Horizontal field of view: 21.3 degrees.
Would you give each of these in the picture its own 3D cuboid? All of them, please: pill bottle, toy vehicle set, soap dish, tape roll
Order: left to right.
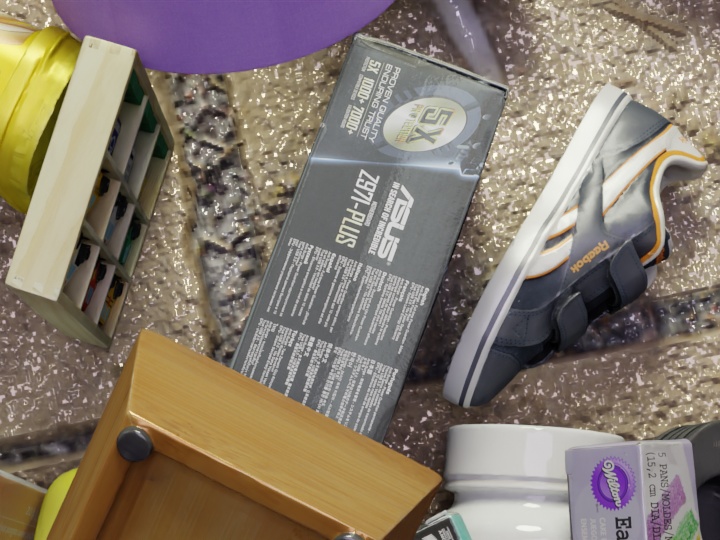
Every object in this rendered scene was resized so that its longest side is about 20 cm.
[{"bbox_3d":[-0.135,-0.033,0.987,0.026,0.200,0.125,16,82,2],"label":"toy vehicle set"},{"bbox_3d":[-0.075,0.150,0.893,0.156,0.081,0.201,26,109,1],"label":"soap dish"},{"bbox_3d":[-0.068,-0.188,0.976,0.198,0.066,0.201,-5,45,5],"label":"tape roll"},{"bbox_3d":[0.087,0.185,1.001,0.113,0.114,0.202,3,82,-1],"label":"pill bottle"}]

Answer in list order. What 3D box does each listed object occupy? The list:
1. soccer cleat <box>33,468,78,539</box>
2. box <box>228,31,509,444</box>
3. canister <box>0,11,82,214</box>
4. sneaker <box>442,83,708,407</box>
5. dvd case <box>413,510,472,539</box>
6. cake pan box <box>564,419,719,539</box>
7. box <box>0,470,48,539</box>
[{"bbox_3d":[-0.163,0.202,0.981,0.064,0.083,0.202,19,102,33],"label":"soccer cleat"},{"bbox_3d":[0.000,0.000,1.004,0.085,0.164,0.202,20,80,2],"label":"box"},{"bbox_3d":[-0.239,-0.111,1.023,0.199,0.149,0.087,25,82,4],"label":"canister"},{"bbox_3d":[0.120,-0.002,1.050,0.079,0.078,0.201,30,80,9],"label":"sneaker"},{"bbox_3d":[-0.008,0.226,0.952,0.199,0.022,0.147,-28,79,17],"label":"dvd case"},{"bbox_3d":[0.178,0.179,0.980,0.052,0.183,0.202,-9,79,37],"label":"cake pan box"},{"bbox_3d":[-0.248,0.183,0.968,0.106,0.152,0.202,20,82,10],"label":"box"}]
